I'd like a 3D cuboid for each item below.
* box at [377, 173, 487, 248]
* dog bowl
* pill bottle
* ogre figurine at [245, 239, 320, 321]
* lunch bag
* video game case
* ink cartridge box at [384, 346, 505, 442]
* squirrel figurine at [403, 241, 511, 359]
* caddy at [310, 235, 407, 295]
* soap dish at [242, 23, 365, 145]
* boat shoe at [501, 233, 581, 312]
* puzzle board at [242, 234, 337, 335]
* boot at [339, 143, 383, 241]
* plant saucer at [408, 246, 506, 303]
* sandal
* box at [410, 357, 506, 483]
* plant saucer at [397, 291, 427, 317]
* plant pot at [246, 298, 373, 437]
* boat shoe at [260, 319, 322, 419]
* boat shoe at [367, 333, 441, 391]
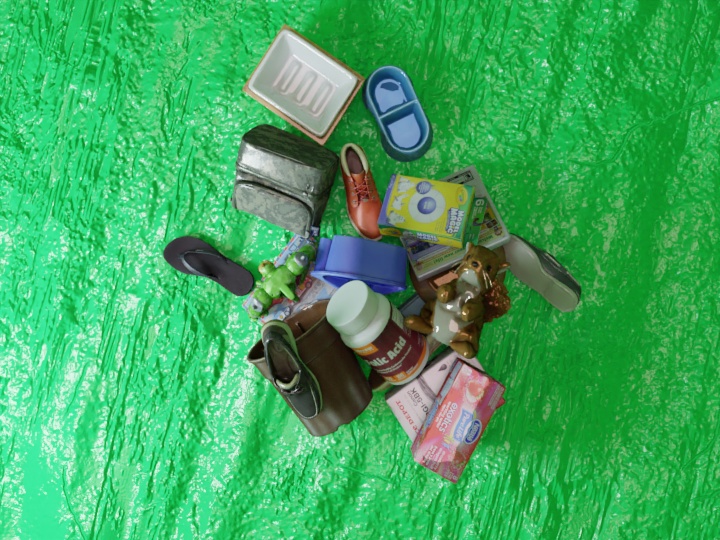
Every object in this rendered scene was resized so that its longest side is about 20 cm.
[{"bbox_3d":[0.142,-0.114,1.503,0.196,0.049,0.119,11,68,15],"label":"box"},{"bbox_3d":[0.075,-0.320,1.554,0.110,0.050,0.203,-24,88,1],"label":"dog bowl"},{"bbox_3d":[0.032,0.114,1.429,0.114,0.114,0.200,-45,125,0],"label":"pill bottle"},{"bbox_3d":[-0.151,0.020,1.505,0.197,0.120,0.100,-26,89,0],"label":"ogre figurine"},{"bbox_3d":[-0.151,-0.169,1.519,0.196,0.140,0.170,21,118,3],"label":"lunch bag"},{"bbox_3d":[0.170,-0.096,1.526,0.197,0.022,0.185,-23,62,1],"label":"video game case"},{"bbox_3d":[0.164,0.254,1.526,0.198,0.083,0.148,-36,89,0],"label":"ink cartridge box"},{"bbox_3d":[0.202,0.046,1.428,0.140,0.199,0.190,26,99,26],"label":"squirrel figurine"},{"bbox_3d":[0.000,0.000,1.494,0.196,0.141,0.107,11,83,-25],"label":"caddy"},{"bbox_3d":[-0.112,-0.368,1.545,0.198,0.081,0.159,34,90,2],"label":"soap dish"},{"bbox_3d":[0.362,-0.004,1.546,0.200,0.073,0.062,44,48,9],"label":"boat shoe"},{"bbox_3d":[-0.126,0.040,1.572,0.150,0.017,0.201,38,91,2],"label":"puzzle board"},{"bbox_3d":[0.000,-0.155,1.527,0.074,0.107,0.204,-18,90,0],"label":"boot"},{"bbox_3d":[0.193,-0.014,1.536,0.195,0.035,0.205,-1,82,8],"label":"plant saucer"},{"bbox_3d":[-0.307,-0.013,1.565,0.197,0.043,0.077,23,90,2],"label":"sandal"},{"bbox_3d":[0.179,0.276,1.435,0.094,0.100,0.203,28,90,0],"label":"box"},{"bbox_3d":[0.152,0.057,1.563,0.199,0.019,0.070,-40,89,0],"label":"plant saucer"},{"bbox_3d":[-0.084,0.193,1.484,0.198,0.200,0.200,-32,103,1],"label":"plant pot"},{"bbox_3d":[-0.125,0.185,1.348,0.070,0.066,0.204,-16,113,11],"label":"boat shoe"},{"bbox_3d":[0.099,0.172,1.535,0.200,0.072,0.065,-46,126,2],"label":"boat shoe"}]
